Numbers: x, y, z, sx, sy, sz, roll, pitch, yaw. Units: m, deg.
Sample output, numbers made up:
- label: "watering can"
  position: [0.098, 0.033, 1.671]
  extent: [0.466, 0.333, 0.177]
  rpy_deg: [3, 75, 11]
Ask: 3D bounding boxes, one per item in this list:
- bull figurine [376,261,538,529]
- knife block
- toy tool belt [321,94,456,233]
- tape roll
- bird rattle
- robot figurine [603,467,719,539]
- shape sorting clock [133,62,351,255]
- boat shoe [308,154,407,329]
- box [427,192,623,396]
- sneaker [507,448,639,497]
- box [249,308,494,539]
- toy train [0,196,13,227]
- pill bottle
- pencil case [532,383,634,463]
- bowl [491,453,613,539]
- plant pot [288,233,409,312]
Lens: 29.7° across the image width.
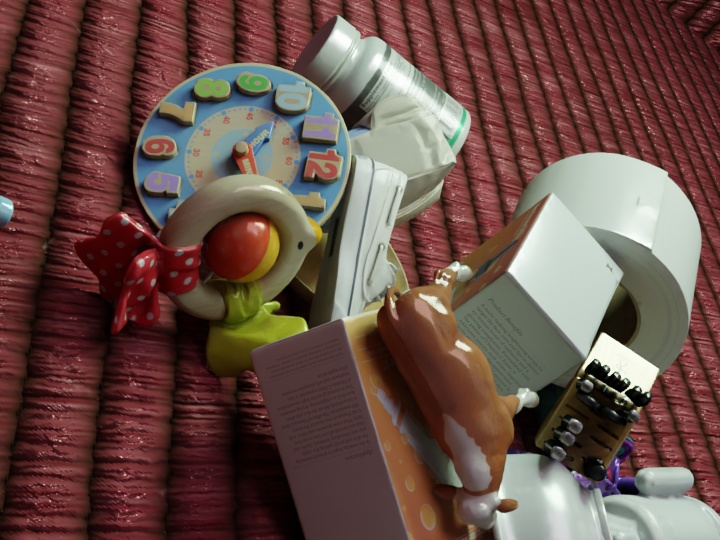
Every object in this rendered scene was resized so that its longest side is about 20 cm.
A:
- label: "bull figurine"
  position: [0.078, 0.093, 1.033]
  extent: [0.202, 0.064, 0.121]
  rpy_deg: [65, 29, -11]
- label: "knife block"
  position: [0.188, 0.148, 1.178]
  extent: [0.064, 0.201, 0.176]
  rpy_deg: [33, 45, 9]
- label: "toy tool belt"
  position: [-0.013, -0.086, 1.323]
  extent: [0.198, 0.123, 0.126]
  rpy_deg: [-23, 87, -16]
- label: "tape roll"
  position: [0.238, 0.003, 1.375]
  extent: [0.202, 0.202, 0.140]
  rpy_deg: [40, 39, -10]
- label: "bird rattle"
  position: [-0.120, -0.010, 1.095]
  extent: [0.199, 0.163, 0.113]
  rpy_deg: [36, 9, -36]
- label: "robot figurine"
  position: [0.279, 0.272, 1.293]
  extent: [0.198, 0.172, 0.112]
  rpy_deg: [8, 4, -42]
- label: "shape sorting clock"
  position: [-0.106, -0.102, 1.221]
  extent: [0.197, 0.039, 0.203]
  rpy_deg: [1, 64, -2]
- label: "boat shoe"
  position: [0.000, 0.000, 1.227]
  extent: [0.065, 0.072, 0.203]
  rpy_deg: [14, 76, -17]
- label: "box"
  position: [0.124, 0.050, 1.262]
  extent: [0.106, 0.200, 0.153]
  rpy_deg: [46, 38, -7]
- label: "sneaker"
  position: [0.208, 0.204, 1.331]
  extent: [0.198, 0.083, 0.081]
  rpy_deg: [20, 36, -38]
- label: "box"
  position: [0.011, 0.137, 1.059]
  extent: [0.124, 0.097, 0.203]
  rpy_deg: [-12, 84, -57]
- label: "toy train"
  position: [-0.330, -0.033, 0.934]
  extent: [0.199, 0.056, 0.151]
  rpy_deg: [22, 35, -44]
- label: "pill bottle"
  position: [0.021, -0.196, 1.572]
  extent: [0.199, 0.113, 0.114]
  rpy_deg: [37, 29, -17]
- label: "pencil case"
  position: [0.222, 0.128, 1.451]
  extent: [0.092, 0.085, 0.202]
  rpy_deg: [29, 31, -35]
- label: "bowl"
  position: [0.165, 0.236, 1.117]
  extent: [0.201, 0.089, 0.204]
  rpy_deg: [-15, 90, -82]
- label: "plant pot"
  position: [-0.034, -0.018, 1.352]
  extent: [0.199, 0.027, 0.201]
  rpy_deg: [33, 31, -23]
